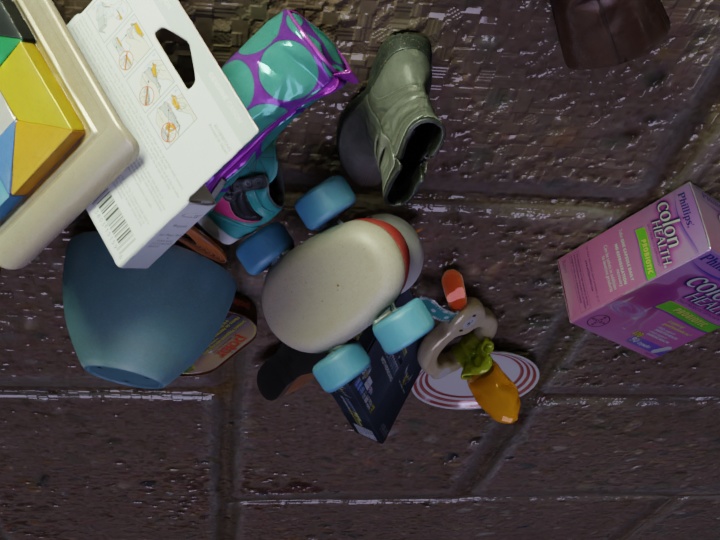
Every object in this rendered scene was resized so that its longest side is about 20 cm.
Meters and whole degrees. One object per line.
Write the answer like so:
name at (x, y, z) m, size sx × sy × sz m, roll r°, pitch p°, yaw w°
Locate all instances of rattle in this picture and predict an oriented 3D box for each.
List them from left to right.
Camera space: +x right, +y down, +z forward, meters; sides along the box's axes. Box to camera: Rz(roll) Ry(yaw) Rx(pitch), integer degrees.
rattle at (0.146, 0.108, 1.183) m, size 0.129 × 0.144 × 0.201 m, roll -11°, pitch 147°, yaw -7°

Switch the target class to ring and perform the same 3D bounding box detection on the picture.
ring at (-0.215, -0.068, 0.895) m, size 0.199 × 0.019 × 0.200 m, roll 30°, pitch 171°, yaw 5°

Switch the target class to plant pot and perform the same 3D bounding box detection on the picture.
plant pot at (-0.253, 0.058, 1.028) m, size 0.198 × 0.136 × 0.200 m, roll 9°, pitch 160°, yaw 3°

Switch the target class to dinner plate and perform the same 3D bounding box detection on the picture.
dinner plate at (0.176, 0.165, 1.390) m, size 0.198 × 0.024 × 0.201 m, roll -3°, pitch 146°, yaw -2°

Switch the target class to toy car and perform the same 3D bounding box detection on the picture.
toy car at (0.000, 0.000, 0.998) m, size 0.176 × 0.185 × 0.200 m, roll -34°, pitch 178°, yaw 28°

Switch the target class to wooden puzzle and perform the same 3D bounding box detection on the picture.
wooden puzzle at (-0.293, -0.127, 0.737) m, size 0.185 × 0.201 × 0.037 m, roll -37°, pitch 174°, yaw 25°

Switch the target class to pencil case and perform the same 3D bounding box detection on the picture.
pencil case at (-0.102, -0.133, 0.784) m, size 0.200 × 0.093 × 0.085 m, roll -42°, pitch 156°, yaw 13°

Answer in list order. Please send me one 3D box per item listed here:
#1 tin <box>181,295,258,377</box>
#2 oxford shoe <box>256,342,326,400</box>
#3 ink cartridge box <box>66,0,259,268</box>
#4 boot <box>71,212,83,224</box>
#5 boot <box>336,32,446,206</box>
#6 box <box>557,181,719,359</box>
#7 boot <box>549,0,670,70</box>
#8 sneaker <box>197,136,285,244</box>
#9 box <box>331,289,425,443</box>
tin at (-0.217, 0.088, 1.219) m, size 0.111 × 0.042 × 0.200 m, roll 24°, pitch 138°, yaw -30°
oxford shoe at (-0.070, 0.116, 1.268) m, size 0.071 × 0.072 × 0.200 m, roll -12°, pitch 160°, yaw -45°
ink cartridge box at (-0.179, -0.132, 0.738) m, size 0.173 × 0.201 × 0.043 m, roll -38°, pitch 164°, yaw 21°
boot at (-0.367, -0.065, 0.873) m, size 0.210 × 0.080 × 0.158 m, roll 27°, pitch 137°, yaw 2°
boot at (0.023, -0.112, 0.848) m, size 0.067 × 0.132 × 0.200 m, roll 5°, pitch 146°, yaw -14°
box at (0.380, 0.008, 1.103) m, size 0.175 × 0.097 × 0.200 m, roll 22°, pitch 138°, yaw -34°
boot at (0.156, -0.225, 0.761) m, size 0.185 × 0.065 × 0.200 m, roll -16°, pitch 150°, yaw 22°
sneaker at (-0.140, -0.107, 0.884) m, size 0.120 × 0.084 × 0.200 m, roll -22°, pitch 141°, yaw 22°
box at (0.026, 0.118, 1.181) m, size 0.051 × 0.158 × 0.200 m, roll 19°, pitch 155°, yaw 24°
